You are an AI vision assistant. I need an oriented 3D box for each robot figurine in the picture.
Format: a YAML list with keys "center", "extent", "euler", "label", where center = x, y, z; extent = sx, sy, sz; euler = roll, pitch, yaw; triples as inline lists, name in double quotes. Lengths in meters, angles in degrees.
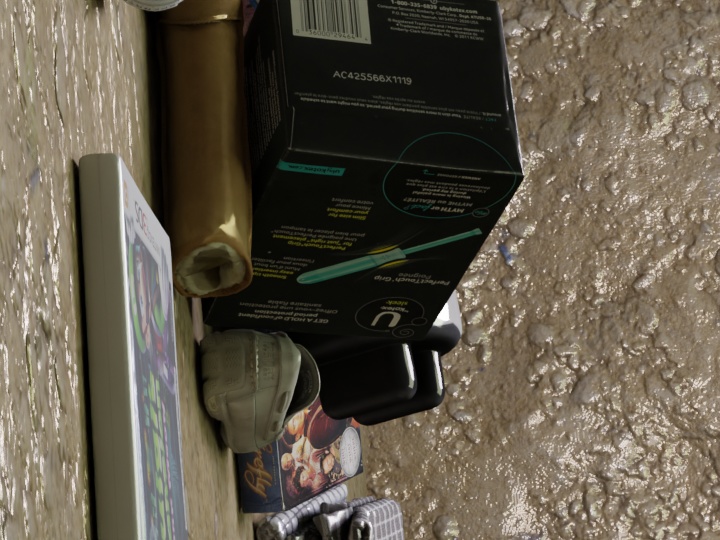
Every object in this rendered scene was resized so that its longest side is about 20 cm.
- center: [-0.001, 0.001, 1.805]
  extent: [0.150, 0.124, 0.201]
  euler: [121, -39, -72]
  label: "robot figurine"

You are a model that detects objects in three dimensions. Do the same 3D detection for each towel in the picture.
- center: [-0.007, 0.268, 2.017]
  extent: [0.165, 0.085, 0.201]
  euler: [-7, 93, -73]
  label: "towel"

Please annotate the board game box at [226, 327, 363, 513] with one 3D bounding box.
- center: [-0.048, 0.060, 1.898]
  extent: [0.135, 0.034, 0.201]
  euler: [-20, 107, -63]
  label: "board game box"

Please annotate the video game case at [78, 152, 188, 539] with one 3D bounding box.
- center: [-0.105, 0.062, 1.270]
  extent: [0.182, 0.023, 0.201]
  euler: [72, 14, -78]
  label: "video game case"

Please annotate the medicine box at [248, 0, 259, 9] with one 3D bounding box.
- center: [-0.020, -0.202, 1.916]
  extent: [0.183, 0.103, 0.200]
  euler: [52, 4, 1]
  label: "medicine box"

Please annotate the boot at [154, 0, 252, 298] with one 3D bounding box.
- center: [-0.088, -0.105, 1.512]
  extent: [0.175, 0.066, 0.201]
  euler: [77, 10, -72]
  label: "boot"

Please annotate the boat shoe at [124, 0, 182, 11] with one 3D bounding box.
- center: [-0.110, -0.230, 1.339]
  extent: [0.067, 0.073, 0.201]
  euler: [173, -77, -78]
  label: "boat shoe"

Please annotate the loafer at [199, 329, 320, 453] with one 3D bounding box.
- center: [-0.060, 0.079, 1.733]
  extent: [0.200, 0.069, 0.070]
  euler: [71, 16, -80]
  label: "loafer"

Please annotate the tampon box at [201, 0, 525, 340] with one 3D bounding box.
- center: [-0.006, -0.063, 1.620]
  extent: [0.200, 0.149, 0.127]
  euler: [120, -29, -54]
  label: "tampon box"

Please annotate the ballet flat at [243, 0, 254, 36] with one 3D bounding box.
- center: [-0.071, -0.169, 2.117]
  extent: [0.200, 0.069, 0.071]
  euler: [81, -15, -56]
  label: "ballet flat"
